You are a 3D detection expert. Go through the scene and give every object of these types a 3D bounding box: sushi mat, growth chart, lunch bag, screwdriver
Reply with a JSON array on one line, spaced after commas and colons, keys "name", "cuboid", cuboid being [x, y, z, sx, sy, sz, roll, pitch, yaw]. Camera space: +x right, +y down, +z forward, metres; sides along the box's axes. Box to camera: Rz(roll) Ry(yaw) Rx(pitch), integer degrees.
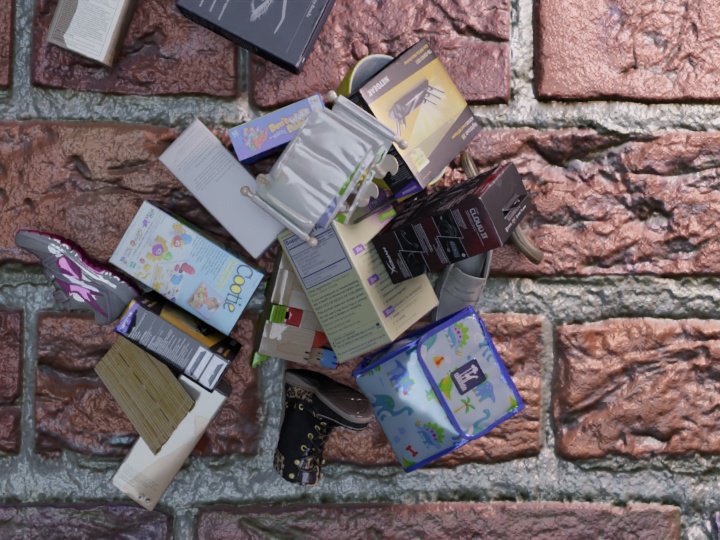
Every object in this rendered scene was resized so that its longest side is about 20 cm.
[{"name": "sushi mat", "cuboid": [-0.312, 0.167, 1.652, 0.096, 0.012, 0.200, -49, 53, 5]}, {"name": "growth chart", "cuboid": [-0.044, -0.129, 1.503, 0.145, 0.018, 0.200, 42, 101, -1]}, {"name": "lunch bag", "cuboid": [0.114, 0.168, 1.656, 0.198, 0.127, 0.171, -28, 94, 12]}, {"name": "screwdriver", "cuboid": [0.038, -0.099, 1.637, 0.029, 0.199, 0.028, 32, 123, 23]}]

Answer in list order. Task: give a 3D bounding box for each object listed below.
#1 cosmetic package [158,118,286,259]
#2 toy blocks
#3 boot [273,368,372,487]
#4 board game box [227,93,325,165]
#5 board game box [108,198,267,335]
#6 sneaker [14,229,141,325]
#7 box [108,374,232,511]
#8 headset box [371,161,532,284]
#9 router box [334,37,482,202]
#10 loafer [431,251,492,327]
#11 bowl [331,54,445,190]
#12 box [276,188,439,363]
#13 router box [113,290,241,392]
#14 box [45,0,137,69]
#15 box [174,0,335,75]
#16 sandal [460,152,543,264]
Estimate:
[{"name": "cosmetic package", "cuboid": [-0.190, -0.115, 1.658, 0.200, 0.108, 0.085, 45, 90, -5]}, {"name": "toy blocks", "cuboid": [-0.071, 0.059, 1.686, 0.135, 0.100, 0.203, 13, 92, -14]}, {"name": "boot", "cuboid": [-0.060, 0.236, 1.648, 0.073, 0.199, 0.153, 7, 99, -38]}, {"name": "board game box", "cuboid": [-0.109, -0.194, 1.609, 0.133, 0.200, 0.045, -22, 94, -1]}, {"name": "board game box", "cuboid": [-0.245, -0.006, 1.663, 0.199, 0.103, 0.106, 32, 91, -2]}, {"name": "sneaker", "cuboid": [-0.422, 0.012, 1.670, 0.199, 0.081, 0.089, 33, 90, -2]}, {"name": "box", "cuboid": [-0.276, 0.239, 1.679, 0.077, 0.095, 0.201, 34, 93, -3]}, {"name": "headset box", "cuboid": [0.136, -0.069, 1.585, 0.198, 0.149, 0.078, -19, 105, 31]}, {"name": "router box", "cuboid": [0.071, -0.210, 1.585, 0.052, 0.200, 0.158, -25, 105, 42]}, {"name": "loafer", "cuboid": [0.151, 0.012, 1.691, 0.069, 0.070, 0.203, 14, 92, -2]}, {"name": "bowl", "cuboid": [0.023, -0.194, 1.648, 0.107, 0.200, 0.202, -26, 94, 41]}, {"name": "box", "cuboid": [0.000, 0.000, 1.624, 0.096, 0.176, 0.202, -24, 95, 31]}, {"name": "router box", "cuboid": [-0.251, 0.095, 1.612, 0.156, 0.200, 0.053, 33, 91, -3]}, {"name": "box", "cuboid": [-0.368, -0.402, 1.646, 0.094, 0.078, 0.202, 22, 92, -2]}, {"name": "box", "cuboid": [-0.143, -0.392, 1.647, 0.198, 0.104, 0.149, 28, 91, -3]}, {"name": "sandal", "cuboid": [0.214, -0.098, 1.683, 0.054, 0.080, 0.201, -37, 99, 11]}]
